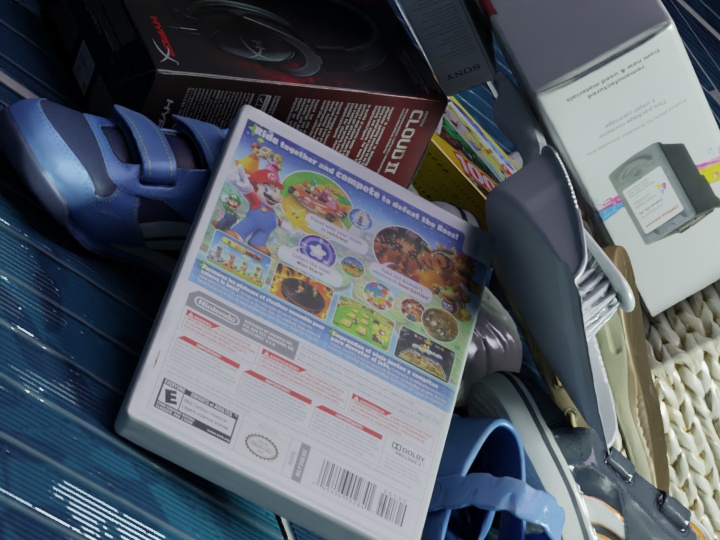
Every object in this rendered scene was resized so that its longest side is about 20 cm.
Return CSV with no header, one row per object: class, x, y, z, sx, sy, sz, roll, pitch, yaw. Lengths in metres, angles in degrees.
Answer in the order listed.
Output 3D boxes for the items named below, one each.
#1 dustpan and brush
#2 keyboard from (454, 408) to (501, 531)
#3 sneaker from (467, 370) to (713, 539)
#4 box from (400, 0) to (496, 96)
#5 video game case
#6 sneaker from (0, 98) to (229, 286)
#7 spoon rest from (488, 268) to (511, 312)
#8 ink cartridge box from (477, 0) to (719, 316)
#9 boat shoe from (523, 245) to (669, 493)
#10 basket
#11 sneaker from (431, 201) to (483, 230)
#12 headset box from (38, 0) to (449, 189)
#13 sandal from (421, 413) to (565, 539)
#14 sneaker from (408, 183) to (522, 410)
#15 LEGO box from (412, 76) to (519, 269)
dustpan and brush,0.092,-0.026,1.147,0.201,0.057,0.140,58,-10,39
keyboard,0.069,0.102,1.310,0.103,0.040,0.200,21,23,-17
sneaker,0.125,0.131,1.184,0.201,0.079,0.078,65,-17,-10
box,0.022,-0.215,1.267,0.145,0.036,0.201,-92,161,-52
video game case,-0.019,0.026,1.053,0.142,0.018,0.201,27,47,-10
sneaker,-0.093,-0.044,1.124,0.199,0.082,0.074,27,26,-46
spoon rest,0.148,-0.029,1.597,0.061,0.099,0.200,40,43,-1
ink cartridge box,0.135,-0.096,1.261,0.200,0.085,0.148,55,8,-48
boat shoe,0.125,0.083,1.241,0.072,0.064,0.202,-69,149,-61
basket,0.190,0.053,1.395,0.201,0.160,0.199,-110,175,-51
sneaker,-0.013,0.012,1.122,0.115,0.076,0.201,38,45,-12
headset box,-0.057,-0.117,1.268,0.199,0.078,0.149,3,41,-30
sandal,0.048,0.104,1.134,0.079,0.087,0.200,32,19,-33
sneaker,0.000,0.000,1.281,0.200,0.078,0.099,45,31,21
LEGO box,0.022,-0.083,1.520,0.200,0.077,0.149,47,15,-3
